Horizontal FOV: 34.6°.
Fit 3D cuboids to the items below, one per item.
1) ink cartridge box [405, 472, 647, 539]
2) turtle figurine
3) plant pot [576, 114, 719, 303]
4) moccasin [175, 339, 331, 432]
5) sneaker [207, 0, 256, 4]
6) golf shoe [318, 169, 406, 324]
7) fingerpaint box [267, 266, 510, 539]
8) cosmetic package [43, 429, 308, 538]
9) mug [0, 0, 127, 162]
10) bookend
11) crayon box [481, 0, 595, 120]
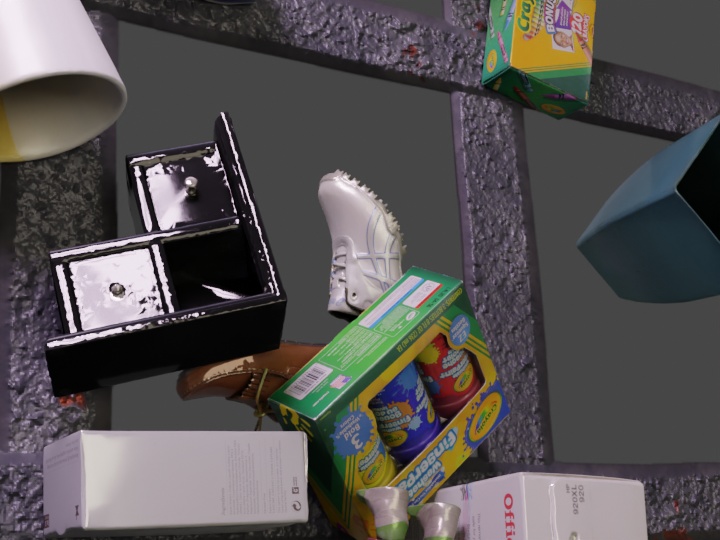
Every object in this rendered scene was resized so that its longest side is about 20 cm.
[{"bbox_3d":[0.150,0.274,1.072,0.144,0.200,0.149,8,71,-29],"label":"ink cartridge box"},{"bbox_3d":[0.020,0.297,0.994,0.143,0.200,0.195,8,64,-5],"label":"turtle figurine"},{"bbox_3d":[0.351,-0.052,1.299,0.141,0.200,0.141,48,58,-10],"label":"plant pot"},{"bbox_3d":[-0.075,0.109,1.069,0.200,0.073,0.078,6,63,-40],"label":"moccasin"},{"bbox_3d":[-0.177,-0.341,1.135,0.198,0.080,0.116,7,74,-28],"label":"sneaker"},{"bbox_3d":[0.000,0.000,1.145,0.097,0.078,0.201,-30,91,-29],"label":"golf shoe"},{"bbox_3d":[0.034,0.126,1.072,0.200,0.073,0.168,-40,125,-27],"label":"fingerpaint box"},{"bbox_3d":[-0.155,0.179,0.969,0.199,0.113,0.082,7,72,-32],"label":"cosmetic package"},{"bbox_3d":[-0.307,-0.193,0.977,0.186,0.149,0.154,-9,72,-40],"label":"mug"},{"bbox_3d":[-0.185,-0.017,1.000,0.197,0.092,0.201,-11,62,-15],"label":"bookend"},{"bbox_3d":[0.215,-0.295,1.376,0.118,0.058,0.202,19,66,-26],"label":"crayon box"}]
